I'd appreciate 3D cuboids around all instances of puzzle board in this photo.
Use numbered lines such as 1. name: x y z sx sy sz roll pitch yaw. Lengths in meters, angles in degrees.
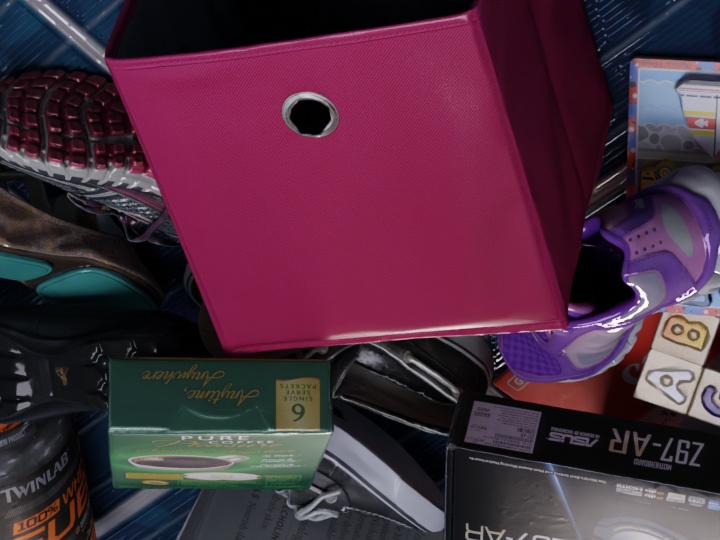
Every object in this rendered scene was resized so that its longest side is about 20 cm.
1. puzzle board: 0.245 -0.040 1.392 0.200 0.017 0.151 4 114 12

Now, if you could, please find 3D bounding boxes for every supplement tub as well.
1. supplement tub: -0.239 0.137 1.636 0.122 0.123 0.200 5 131 12

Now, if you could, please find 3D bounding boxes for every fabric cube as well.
1. fabric cube: 0.007 -0.096 1.317 0.196 0.200 0.199 -5 129 18

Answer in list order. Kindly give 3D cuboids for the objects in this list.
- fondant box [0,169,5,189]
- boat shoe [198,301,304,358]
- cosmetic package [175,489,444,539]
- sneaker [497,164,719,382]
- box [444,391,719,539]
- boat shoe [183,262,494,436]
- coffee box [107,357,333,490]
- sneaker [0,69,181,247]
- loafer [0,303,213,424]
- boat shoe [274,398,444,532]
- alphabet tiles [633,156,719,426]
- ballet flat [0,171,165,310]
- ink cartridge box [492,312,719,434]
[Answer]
1. fondant box: -0.299 -0.090 1.504 0.144 0.058 0.200 4 129 13
2. boat shoe: 0.000 0.000 1.478 0.200 0.065 0.072 -19 111 -2
3. cosmetic package: -0.034 0.235 1.632 0.200 0.166 0.167 25 132 -5
4. sneaker: 0.124 0.010 1.396 0.081 0.088 0.200 62 143 9
5. box: 0.151 0.150 1.520 0.200 0.044 0.160 10 142 8
6. boat shoe: -0.016 0.041 1.530 0.200 0.064 0.071 21 132 -2
7. coffee box: -0.081 0.088 1.414 0.123 0.044 0.200 1 167 -3
8. sneaker: -0.136 -0.054 1.474 0.200 0.081 0.075 18 134 -1
9. loafer: -0.182 0.054 1.525 0.200 0.070 0.068 -1 103 21
10. boat shoe: -0.029 0.119 1.568 0.199 0.074 0.068 34 104 -33
11. alphabet tiles: 0.261 0.012 1.423 0.167 0.008 0.200 18 115 6
12. ballet flat: -0.184 -0.021 1.512 0.068 0.067 0.200 -14 159 29
13. ink cartridge box: 0.201 0.076 1.514 0.174 0.044 0.200 34 130 -15
